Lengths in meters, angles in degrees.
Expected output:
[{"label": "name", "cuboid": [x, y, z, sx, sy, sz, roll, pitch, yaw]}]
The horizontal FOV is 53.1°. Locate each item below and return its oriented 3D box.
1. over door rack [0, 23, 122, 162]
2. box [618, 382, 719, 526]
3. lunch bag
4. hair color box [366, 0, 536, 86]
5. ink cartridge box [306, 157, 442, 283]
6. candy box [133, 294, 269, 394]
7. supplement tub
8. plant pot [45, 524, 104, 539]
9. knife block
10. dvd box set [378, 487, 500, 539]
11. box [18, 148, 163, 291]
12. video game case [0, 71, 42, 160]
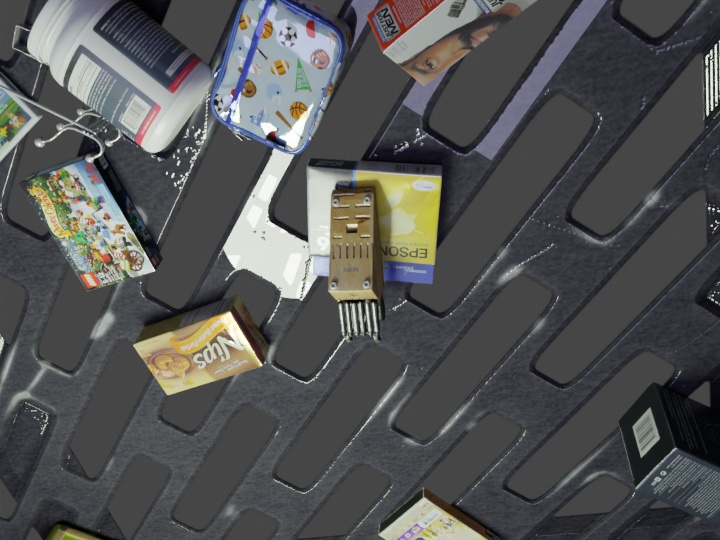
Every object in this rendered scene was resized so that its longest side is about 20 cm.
[{"label": "over door rack", "cuboid": [-0.412, -0.231, 0.963, 0.199, 0.149, 0.067, 36, 114, -15]}, {"label": "box", "cuboid": [0.536, 0.298, 1.151, 0.197, 0.149, 0.108, 24, 123, -7]}, {"label": "lunch bag", "cuboid": [-0.111, -0.259, 0.946, 0.158, 0.076, 0.202, 26, 120, -5]}, {"label": "hair color box", "cuboid": [0.119, -0.319, 0.851, 0.198, 0.065, 0.110, -33, 155, 25]}, {"label": "ink cartridge box", "cuboid": [0.018, -0.063, 1.066, 0.193, 0.047, 0.204, 4, 120, 5]}, {"label": "candy box", "cuboid": [-0.267, 0.128, 1.214, 0.197, 0.056, 0.117, -19, 117, 18]}, {"label": "supplement tub", "cuboid": [-0.304, -0.264, 0.928, 0.199, 0.141, 0.140, 38, 119, -14]}, {"label": "plant pot", "cuboid": [-0.613, 0.671, 1.519, 0.196, 0.201, 0.184, 23, 115, -6]}, {"label": "knife block", "cuboid": [0.000, 0.000, 1.057, 0.063, 0.176, 0.205, -1, 78, 8]}, {"label": "dvd box set", "cuboid": [0.155, 0.520, 1.410, 0.198, 0.030, 0.147, 35, 119, -12]}, {"label": "box", "cuboid": [-0.416, -0.074, 1.122, 0.134, 0.038, 0.203, -15, 118, 16]}, {"label": "video game case", "cuboid": [-0.594, -0.237, 1.057, 0.199, 0.022, 0.183, -34, 111, 24]}]
